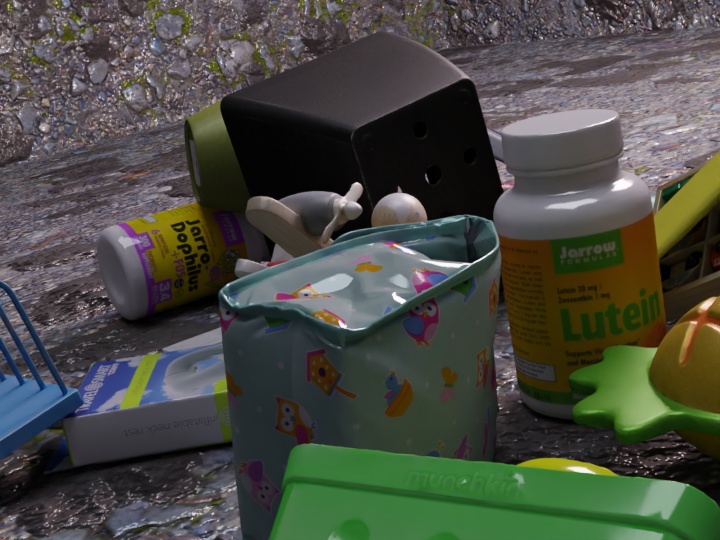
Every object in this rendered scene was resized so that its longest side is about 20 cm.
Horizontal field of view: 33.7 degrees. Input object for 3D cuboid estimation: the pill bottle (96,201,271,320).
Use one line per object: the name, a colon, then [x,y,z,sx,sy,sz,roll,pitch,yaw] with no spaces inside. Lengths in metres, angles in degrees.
pill bottle: [-0.180,-0.022,1.310,0.199,0.105,0.104,-19,17,-28]

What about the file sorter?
file sorter: [-0.334,0.082,0.915,0.139,0.123,0.200,-35,20,-31]

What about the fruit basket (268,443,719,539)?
fruit basket: [0.075,0.133,0.524,0.214,0.156,0.216,-17,29,10]

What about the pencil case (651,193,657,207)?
pencil case: [0.261,-0.020,1.041,0.199,0.085,0.093,-9,59,10]

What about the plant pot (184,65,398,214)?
plant pot: [-0.082,-0.131,1.270,0.199,0.188,0.187,-9,14,-15]

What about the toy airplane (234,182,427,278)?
toy airplane: [0.000,0.000,0.949,0.198,0.142,0.200,30,-5,-2]

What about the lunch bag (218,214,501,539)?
lunch bag: [0.018,0.067,0.718,0.121,0.171,0.200,11,24,36]

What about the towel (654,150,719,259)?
towel: [0.222,-0.010,0.927,0.200,0.018,0.086,-49,5,24]

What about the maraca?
maraca: [0.225,0.065,0.710,0.199,0.108,0.137,-8,17,10]

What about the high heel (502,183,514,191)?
high heel: [0.093,-0.062,1.350,0.199,0.068,0.096,-26,27,-6]

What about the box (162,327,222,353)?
box: [-0.080,0.059,1.071,0.199,0.039,0.041,-20,16,-33]

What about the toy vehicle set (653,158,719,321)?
toy vehicle set: [0.297,-0.044,0.899,0.200,0.026,0.125,-31,35,51]

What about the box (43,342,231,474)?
box: [-0.146,0.102,0.943,0.199,0.048,0.122,-9,16,2]

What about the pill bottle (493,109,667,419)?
pill bottle: [0.154,-0.007,0.840,0.110,0.201,0.111,-10,15,3]

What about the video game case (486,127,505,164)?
video game case: [0.194,-0.096,1.158,0.181,0.022,0.200,15,14,-38]

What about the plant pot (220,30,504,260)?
plant pot: [0.018,-0.096,1.097,0.199,0.200,0.177,-27,21,-24]
